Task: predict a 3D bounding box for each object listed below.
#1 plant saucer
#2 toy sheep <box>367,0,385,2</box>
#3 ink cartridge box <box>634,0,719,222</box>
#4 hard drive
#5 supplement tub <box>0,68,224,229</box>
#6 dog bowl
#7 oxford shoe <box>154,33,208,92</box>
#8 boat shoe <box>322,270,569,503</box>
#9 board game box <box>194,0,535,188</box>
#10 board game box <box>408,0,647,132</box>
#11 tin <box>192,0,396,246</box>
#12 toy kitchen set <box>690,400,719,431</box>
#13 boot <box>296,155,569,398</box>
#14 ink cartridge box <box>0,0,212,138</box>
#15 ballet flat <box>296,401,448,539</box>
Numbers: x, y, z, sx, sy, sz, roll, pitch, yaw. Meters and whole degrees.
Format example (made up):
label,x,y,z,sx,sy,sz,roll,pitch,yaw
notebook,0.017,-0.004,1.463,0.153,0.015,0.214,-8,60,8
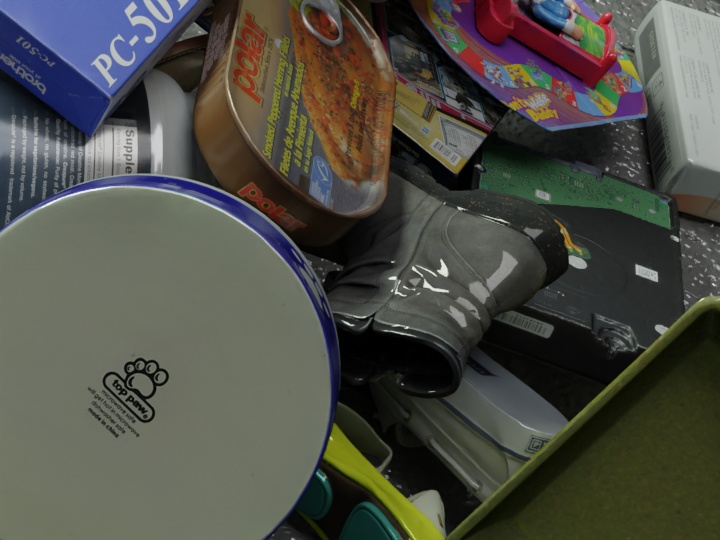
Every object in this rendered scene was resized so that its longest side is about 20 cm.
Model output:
label,x,y,z,sx,sy,sz,roll,pitch,yaw
plant saucer,0.179,0.132,1.166,0.200,0.200,0.048,41,20,-10
toy sheep,0.014,-0.222,1.334,0.199,0.138,0.138,-6,52,-13
ink cartridge box,0.286,-0.090,1.536,0.200,0.050,0.162,17,45,-20
hard drive,0.122,-0.006,1.354,0.139,0.038,0.200,20,30,-6
supplement tub,-0.170,-0.045,1.225,0.199,0.140,0.141,5,49,-19
dog bowl,-0.110,0.054,1.122,0.200,0.200,0.079,23,5,-2
oxford shoe,-0.051,-0.096,1.372,0.200,0.071,0.075,-2,54,-25
boat shoe,0.034,0.066,1.262,0.073,0.065,0.200,11,21,-38
board game box,-0.002,-0.140,1.373,0.200,0.035,0.136,39,40,0
board game box,0.114,-0.162,1.427,0.200,0.039,0.158,-12,59,-52
tin,-0.035,-0.093,1.228,0.112,0.042,0.200,40,32,-24
toy kitchen set,0.270,0.070,1.254,0.180,0.163,0.200,46,44,-13
boot,0.000,0.000,1.225,0.200,0.070,0.132,9,39,41
ink cartridge box,-0.119,-0.169,1.203,0.094,0.044,0.200,38,55,-2
ballet flat,0.003,0.123,1.204,0.067,0.067,0.200,-26,62,-40
